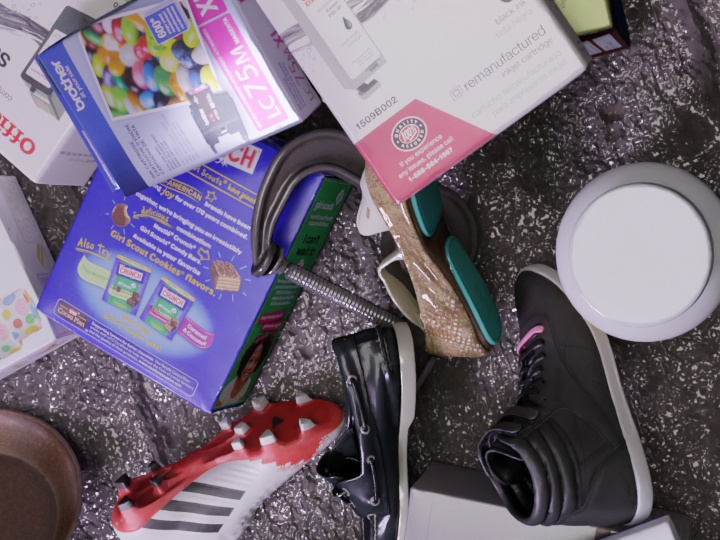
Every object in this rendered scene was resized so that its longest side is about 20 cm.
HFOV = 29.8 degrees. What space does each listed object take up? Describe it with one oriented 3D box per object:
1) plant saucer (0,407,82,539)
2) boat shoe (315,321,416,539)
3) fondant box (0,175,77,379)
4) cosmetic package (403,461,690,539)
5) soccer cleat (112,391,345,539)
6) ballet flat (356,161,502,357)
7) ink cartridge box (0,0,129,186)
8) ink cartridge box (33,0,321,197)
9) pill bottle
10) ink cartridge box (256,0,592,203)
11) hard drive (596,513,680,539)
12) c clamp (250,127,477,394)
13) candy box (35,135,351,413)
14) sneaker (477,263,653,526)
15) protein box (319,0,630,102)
[{"bbox_3d":[-0.313,0.198,1.062,0.199,0.201,0.037,11,138,15],"label":"plant saucer"},{"bbox_3d":[0.001,0.134,0.979,0.065,0.075,0.201,-1,115,-11],"label":"boat shoe"},{"bbox_3d":[-0.343,0.032,1.102,0.199,0.058,0.145,-28,85,16],"label":"fondant box"},{"bbox_3d":[0.129,0.213,0.963,0.198,0.090,0.108,8,97,12],"label":"cosmetic package"},{"bbox_3d":[-0.095,0.163,1.039,0.199,0.069,0.086,-27,118,2],"label":"soccer cleat"},{"bbox_3d":[0.034,-0.022,0.938,0.065,0.071,0.201,-16,109,23],"label":"ballet flat"},{"bbox_3d":[-0.229,-0.186,1.046,0.145,0.084,0.201,39,102,11],"label":"ink cartridge box"},{"bbox_3d":[-0.137,-0.126,0.925,0.199,0.042,0.120,-18,110,34],"label":"ink cartridge box"},{"bbox_3d":[0.186,-0.013,0.877,0.112,0.200,0.114,1,93,16],"label":"pill bottle"},{"bbox_3d":[0.026,-0.165,0.826,0.146,0.083,0.201,-35,92,15],"label":"ink cartridge box"},{"bbox_3d":[0.141,0.261,0.909,0.199,0.025,0.133,-24,89,17],"label":"hard drive"},{"bbox_3d":[0.000,0.000,0.975,0.199,0.027,0.172,33,94,-21],"label":"c clamp"},{"bbox_3d":[-0.127,-0.021,1.029,0.168,0.077,0.201,29,101,13],"label":"candy box"},{"bbox_3d":[0.121,0.085,0.927,0.098,0.071,0.201,-6,62,-23],"label":"sneaker"},{"bbox_3d":[0.063,-0.230,0.935,0.198,0.135,0.201,-13,89,17],"label":"protein box"}]
